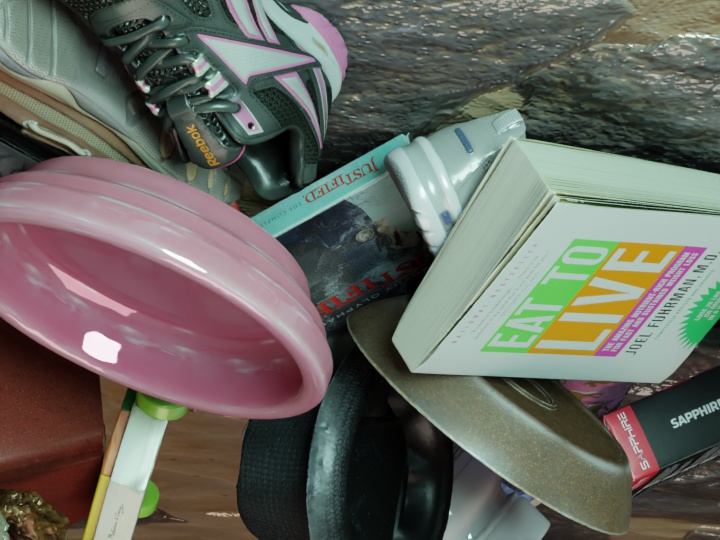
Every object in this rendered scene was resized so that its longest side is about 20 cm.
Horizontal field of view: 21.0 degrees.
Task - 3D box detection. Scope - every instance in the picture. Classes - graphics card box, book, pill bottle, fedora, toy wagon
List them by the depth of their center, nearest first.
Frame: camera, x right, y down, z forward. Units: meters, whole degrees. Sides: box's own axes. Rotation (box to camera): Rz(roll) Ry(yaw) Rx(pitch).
[{"bbox_3d":[0.126,0.003,1.035,0.199,0.048,0.134,4,132,-41],"label":"book"},{"bbox_3d":[-0.015,0.124,1.188,0.091,0.202,0.201,4,163,24],"label":"fedora"},{"bbox_3d":[-0.134,0.098,1.232,0.039,0.201,0.156,17,123,-5],"label":"toy wagon"},{"bbox_3d":[0.235,0.097,1.286,0.198,0.051,0.126,-20,165,-15],"label":"graphics card box"},{"bbox_3d":[0.025,0.140,1.324,0.200,0.113,0.113,43,160,5],"label":"pill bottle"}]

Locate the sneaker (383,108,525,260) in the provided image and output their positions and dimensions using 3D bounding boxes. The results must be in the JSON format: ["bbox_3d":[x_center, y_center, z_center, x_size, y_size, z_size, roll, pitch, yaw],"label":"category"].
[{"bbox_3d":[0.083,-0.018,1.055,0.082,0.075,0.200,-28,152,5],"label":"sneaker"}]

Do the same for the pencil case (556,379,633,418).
[{"bbox_3d":[0.142,0.049,1.241,0.082,0.087,0.200,33,162,8],"label":"pencil case"}]

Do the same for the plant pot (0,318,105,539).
[{"bbox_3d":[-0.253,0.078,1.204,0.174,0.202,0.200,-2,156,-13],"label":"plant pot"}]

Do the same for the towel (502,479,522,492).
[{"bbox_3d":[0.072,0.077,1.300,0.145,0.024,0.200,42,164,10],"label":"towel"}]

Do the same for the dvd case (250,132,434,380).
[{"bbox_3d":[0.000,0.000,1.125,0.145,0.022,0.200,-28,154,9],"label":"dvd case"}]

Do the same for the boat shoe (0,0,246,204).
[{"bbox_3d":[-0.127,-0.089,0.912,0.071,0.076,0.200,-7,150,35],"label":"boat shoe"}]

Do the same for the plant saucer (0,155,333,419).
[{"bbox_3d":[-0.103,0.006,0.946,0.199,0.051,0.201,19,156,9],"label":"plant saucer"}]

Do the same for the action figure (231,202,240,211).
[{"bbox_3d":[-0.082,0.012,1.179,0.098,0.066,0.200,-19,154,18],"label":"action figure"}]

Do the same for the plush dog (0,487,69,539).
[{"bbox_3d":[-0.254,0.183,1.077,0.172,0.160,0.200,-51,174,31],"label":"plush dog"}]

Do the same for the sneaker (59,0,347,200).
[{"bbox_3d":[-0.068,-0.092,0.859,0.080,0.087,0.199,-13,154,34],"label":"sneaker"}]

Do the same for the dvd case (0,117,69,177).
[{"bbox_3d":[-0.151,-0.016,1.049,0.199,0.016,0.149,30,154,3],"label":"dvd case"}]

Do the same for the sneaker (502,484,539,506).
[{"bbox_3d":[0.056,0.164,1.606,0.198,0.079,0.089,-14,149,21],"label":"sneaker"}]

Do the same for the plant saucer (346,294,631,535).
[{"bbox_3d":[0.081,0.073,1.103,0.199,0.035,0.200,35,-169,-8],"label":"plant saucer"}]
